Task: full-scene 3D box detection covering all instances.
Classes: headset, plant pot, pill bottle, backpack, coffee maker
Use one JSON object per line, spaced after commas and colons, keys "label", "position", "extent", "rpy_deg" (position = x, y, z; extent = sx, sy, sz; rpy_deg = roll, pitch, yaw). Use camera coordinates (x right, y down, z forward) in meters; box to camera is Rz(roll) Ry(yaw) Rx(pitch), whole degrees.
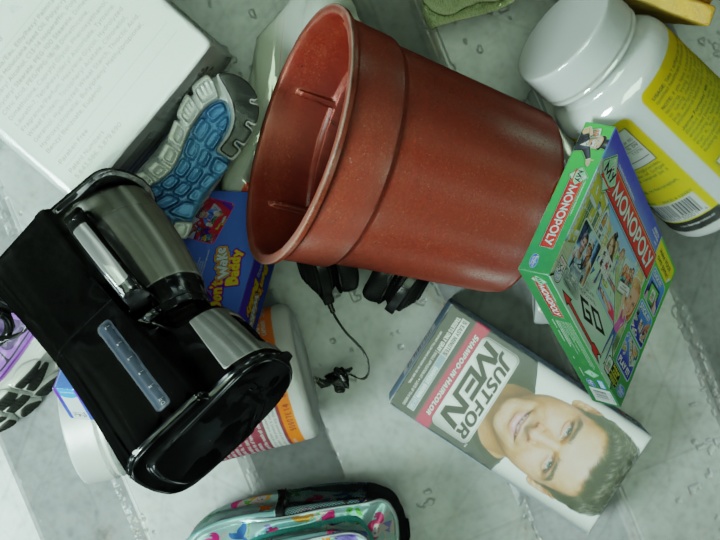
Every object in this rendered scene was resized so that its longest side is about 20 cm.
{"label": "headset", "position": [0.000, 0.000, 1.356], "extent": [0.122, 0.094, 0.202], "rpy_deg": [10, 78, -3]}
{"label": "plant pot", "position": [0.038, -0.078, 1.243], "extent": [0.193, 0.201, 0.203], "rpy_deg": [15, 94, -20]}
{"label": "pill bottle", "position": [-0.140, 0.105, 1.334], "extent": [0.198, 0.114, 0.115], "rpy_deg": [-15, 93, 2]}
{"label": "pill bottle", "position": [0.225, -0.127, 1.277], "extent": [0.200, 0.114, 0.115], "rpy_deg": [38, 94, -24]}
{"label": "backpack", "position": [-0.058, 0.273, 1.332], "extent": [0.198, 0.151, 0.180], "rpy_deg": [-5, 95, 7]}
{"label": "coffee maker", "position": [-0.172, 0.062, 1.176], "extent": [0.193, 0.134, 0.200], "rpy_deg": [-50, 64, 22]}

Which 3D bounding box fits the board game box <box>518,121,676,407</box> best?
{"label": "board game box", "position": [0.189, -0.001, 1.263], "extent": [0.029, 0.200, 0.135], "rpy_deg": [13, 64, 33]}

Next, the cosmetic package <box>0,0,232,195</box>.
{"label": "cosmetic package", "position": [-0.233, -0.179, 1.293], "extent": [0.200, 0.165, 0.165], "rpy_deg": [41, 93, -2]}

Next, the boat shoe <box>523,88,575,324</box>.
{"label": "boat shoe", "position": [0.152, -0.053, 1.343], "extent": [0.068, 0.072, 0.202], "rpy_deg": [-11, 102, 2]}

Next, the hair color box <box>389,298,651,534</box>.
{"label": "hair color box", "position": [0.132, 0.120, 1.353], "extent": [0.199, 0.061, 0.100], "rpy_deg": [33, 94, -1]}

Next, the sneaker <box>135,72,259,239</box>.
{"label": "sneaker", "position": [-0.149, -0.067, 1.297], "extent": [0.075, 0.087, 0.200], "rpy_deg": [41, 90, -2]}

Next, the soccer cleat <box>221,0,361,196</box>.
{"label": "soccer cleat", "position": [-0.067, -0.146, 1.347], "extent": [0.077, 0.069, 0.201], "rpy_deg": [35, 104, 31]}

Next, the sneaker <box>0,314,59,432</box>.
{"label": "sneaker", "position": [-0.287, 0.057, 1.367], "extent": [0.083, 0.081, 0.201], "rpy_deg": [37, 87, 16]}

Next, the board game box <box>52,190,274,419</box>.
{"label": "board game box", "position": [-0.149, 0.026, 1.293], "extent": [0.133, 0.045, 0.202], "rpy_deg": [4, 55, 16]}

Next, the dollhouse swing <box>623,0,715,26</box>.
{"label": "dollhouse swing", "position": [0.203, -0.322, 1.277], "extent": [0.174, 0.182, 0.202], "rpy_deg": [19, 95, -19]}

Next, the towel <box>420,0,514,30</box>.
{"label": "towel", "position": [0.095, -0.306, 1.297], "extent": [0.147, 0.036, 0.202], "rpy_deg": [-17, 78, 29]}
